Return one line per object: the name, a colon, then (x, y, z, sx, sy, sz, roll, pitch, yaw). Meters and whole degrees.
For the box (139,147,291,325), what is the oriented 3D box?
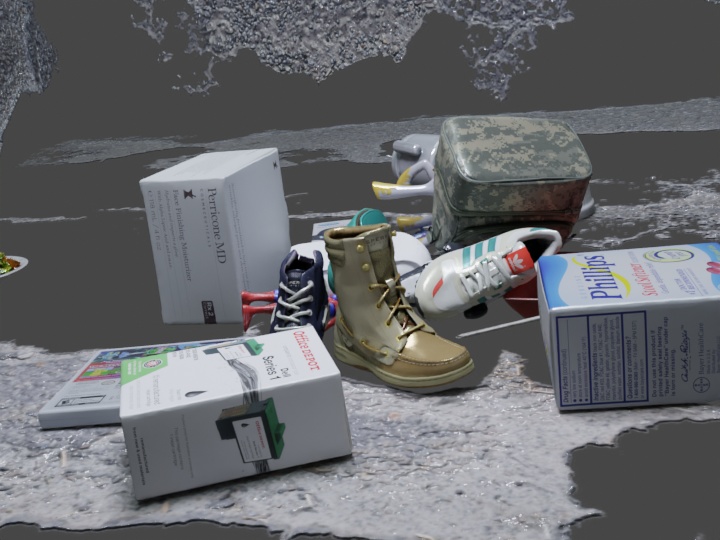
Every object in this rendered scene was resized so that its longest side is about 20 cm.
box: (-0.191, -0.051, 1.333, 0.128, 0.203, 0.200, -2, 16, 18)

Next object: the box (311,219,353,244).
box: (-0.019, -0.048, 1.552, 0.116, 0.042, 0.200, -7, 18, 0)

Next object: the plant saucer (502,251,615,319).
plant saucer: (0.296, 0.021, 1.181, 0.196, 0.037, 0.199, 0, 17, 26)

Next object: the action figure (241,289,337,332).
action figure: (-0.050, 0.050, 1.206, 0.196, 0.053, 0.066, -4, 21, -9)

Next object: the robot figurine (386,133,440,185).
robot figurine: (0.140, -0.215, 1.932, 0.169, 0.115, 0.198, 31, -11, -39)

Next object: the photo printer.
photo printer: (0.000, 0.000, 1.316, 0.196, 0.071, 0.167, -7, 16, 0)

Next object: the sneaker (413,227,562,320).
sneaker: (0.154, -0.004, 1.140, 0.197, 0.071, 0.093, -24, 0, -25)

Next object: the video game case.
video game case: (-0.231, 0.123, 1.075, 0.196, 0.023, 0.183, -6, 16, 8)

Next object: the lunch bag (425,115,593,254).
lunch bag: (0.193, -0.099, 1.267, 0.196, 0.169, 0.141, -3, 47, -13)

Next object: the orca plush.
orca plush: (0.103, 0.037, 1.213, 0.198, 0.106, 0.071, -26, -22, -25)

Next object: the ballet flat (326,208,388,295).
ballet flat: (-0.009, -0.023, 1.197, 0.070, 0.068, 0.201, -26, 16, 17)

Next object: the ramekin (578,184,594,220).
ramekin: (0.298, -0.142, 1.644, 0.198, 0.096, 0.203, -7, 16, 2)

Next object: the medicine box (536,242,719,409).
medicine box: (0.282, 0.051, 0.959, 0.196, 0.105, 0.182, -4, 16, 8)

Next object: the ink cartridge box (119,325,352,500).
ink cartridge box: (-0.119, 0.126, 0.897, 0.196, 0.086, 0.146, -11, 17, -12)

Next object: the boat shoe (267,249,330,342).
boat shoe: (-0.076, 0.053, 1.066, 0.073, 0.094, 0.201, -1, 28, 6)

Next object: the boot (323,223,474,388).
boot: (0.035, 0.033, 1.026, 0.072, 0.159, 0.198, -17, 19, -35)

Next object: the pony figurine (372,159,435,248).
pony figurine: (0.141, -0.091, 1.418, 0.197, 0.196, 0.166, -21, 7, 21)

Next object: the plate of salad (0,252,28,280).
plate of salad: (-0.680, -0.005, 1.666, 0.196, 0.049, 0.200, -6, 17, 2)

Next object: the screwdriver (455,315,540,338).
screwdriver: (0.202, 0.057, 1.086, 0.197, 0.028, 0.029, -18, 38, 14)
